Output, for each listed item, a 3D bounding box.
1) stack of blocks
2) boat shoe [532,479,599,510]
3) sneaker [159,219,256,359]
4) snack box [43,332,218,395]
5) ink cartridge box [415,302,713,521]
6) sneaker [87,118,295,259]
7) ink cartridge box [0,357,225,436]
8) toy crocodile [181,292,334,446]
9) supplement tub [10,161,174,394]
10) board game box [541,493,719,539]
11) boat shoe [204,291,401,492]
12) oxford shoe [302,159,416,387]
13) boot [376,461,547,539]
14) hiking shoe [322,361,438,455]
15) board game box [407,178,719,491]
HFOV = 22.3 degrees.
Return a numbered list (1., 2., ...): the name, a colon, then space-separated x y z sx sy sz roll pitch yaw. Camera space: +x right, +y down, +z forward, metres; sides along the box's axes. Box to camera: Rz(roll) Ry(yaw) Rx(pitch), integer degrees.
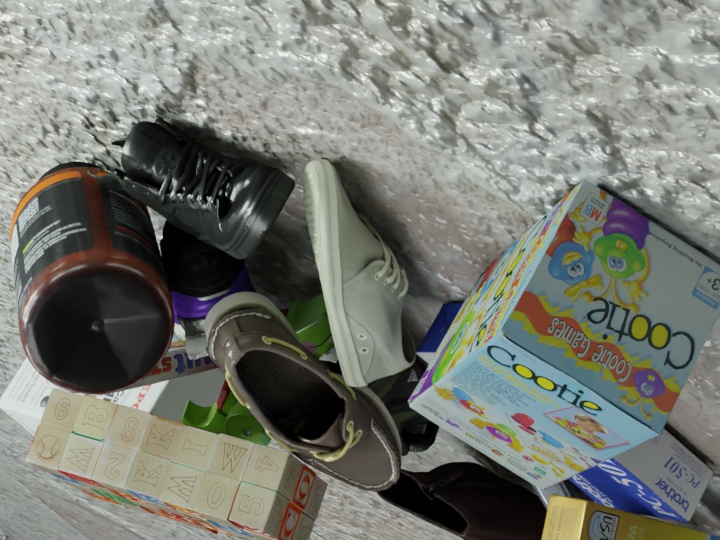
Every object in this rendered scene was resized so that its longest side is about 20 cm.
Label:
1. stack of blocks: -0.129 0.151 1.346 0.199 0.059 0.115 13 165 23
2. boat shoe: 0.177 0.177 1.348 0.201 0.066 0.070 58 180 -8
3. sneaker: -0.114 -0.001 1.350 0.200 0.069 0.100 -151 44 -78
4. snack box: -0.143 0.064 1.407 0.072 0.025 0.199 3 -170 44
5. ink cartridge box: 0.139 0.096 1.239 0.200 0.044 0.094 39 160 -23
6. sneaker: -0.115 -0.058 1.203 0.104 0.060 0.200 33 170 -12
7. ink cartridge box: -0.194 0.093 1.565 0.199 0.145 0.084 10 152 45
8. toy crocodile: -0.067 0.073 1.361 0.062 0.068 0.200 31 136 -11
9. supplement tub: -0.193 -0.005 1.292 0.107 0.107 0.200 41 -167 -28
10. board game box: 0.201 0.251 1.278 0.199 0.154 0.040 18 169 -35
11. boat shoe: -0.033 0.097 1.264 0.200 0.072 0.060 49 -170 -34
12. oxford shoe: 0.000 0.000 1.190 0.057 0.076 0.201 -12 137 3
13. boot: 0.122 0.209 1.419 0.199 0.073 0.166 27 -172 33
14. hiking shoe: 0.004 0.115 1.399 0.100 0.076 0.200 33 155 -9
15. board game box: 0.116 0.043 1.055 0.104 0.103 0.200 32 161 -3
